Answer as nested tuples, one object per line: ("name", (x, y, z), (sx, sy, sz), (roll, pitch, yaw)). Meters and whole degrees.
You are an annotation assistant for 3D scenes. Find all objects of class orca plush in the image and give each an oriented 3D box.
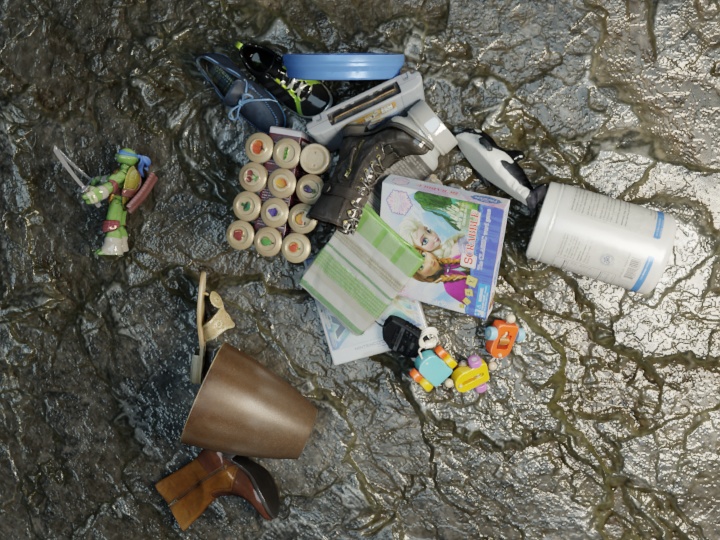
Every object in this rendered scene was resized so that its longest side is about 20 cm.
("orca plush", (0.242, -0.180, 1.151), (0.071, 0.105, 0.200), (-33, 41, -10))

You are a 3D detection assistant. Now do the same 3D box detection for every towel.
("towel", (0.000, 0.000, 1.177), (0.149, 0.031, 0.200), (42, 122, 4))

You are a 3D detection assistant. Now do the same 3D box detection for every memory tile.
("memory tile", (-0.137, -0.120, 1.172), (0.153, 0.017, 0.201), (14, 94, 10))

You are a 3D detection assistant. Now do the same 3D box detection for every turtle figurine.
("turtle figurine", (-0.485, -0.129, 1.298), (0.144, 0.200, 0.195), (10, 100, 46))

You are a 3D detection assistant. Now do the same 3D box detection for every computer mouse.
("computer mouse", (0.035, 0.087, 1.227), (0.200, 0.034, 0.059), (32, 123, 14))

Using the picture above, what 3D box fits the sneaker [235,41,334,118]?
("sneaker", (-0.140, -0.334, 1.241), (0.200, 0.083, 0.072), (35, 99, 9))

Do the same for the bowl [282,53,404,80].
("bowl", (-0.027, -0.336, 1.161), (0.200, 0.201, 0.040), (4, 109, 12))

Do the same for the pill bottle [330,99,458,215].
("pill bottle", (0.057, -0.185, 1.188), (0.200, 0.114, 0.114), (-39, 84, 11))

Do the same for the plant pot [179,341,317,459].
("plant pot", (-0.184, 0.250, 1.239), (0.199, 0.187, 0.187), (23, 97, -4))

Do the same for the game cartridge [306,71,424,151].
("game cartridge", (0.014, -0.261, 1.182), (0.199, 0.133, 0.042), (-24, 80, 6))

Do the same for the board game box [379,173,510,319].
("board game box", (0.125, -0.038, 1.138), (0.199, 0.041, 0.201), (14, 122, 20))

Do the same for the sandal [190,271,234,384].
("sandal", (-0.267, 0.107, 1.302), (0.069, 0.078, 0.213), (7, 100, -8))

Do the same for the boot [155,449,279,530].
("boot", (-0.266, 0.421, 1.305), (0.200, 0.068, 0.188), (-40, 84, 12))

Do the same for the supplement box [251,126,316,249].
("supplement box", (-0.131, -0.140, 1.234), (0.061, 0.109, 0.201), (10, 93, 11))

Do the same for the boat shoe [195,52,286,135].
("boat shoe", (-0.222, -0.309, 1.262), (0.200, 0.069, 0.084), (40, 114, 13))

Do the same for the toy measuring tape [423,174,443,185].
("toy measuring tape", (0.153, -0.063, 1.186), (0.073, 0.074, 0.200), (-33, 93, 12))

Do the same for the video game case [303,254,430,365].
("video game case", (0.010, 0.049, 1.253), (0.182, 0.022, 0.201), (-17, 88, 12))

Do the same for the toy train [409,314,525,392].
("toy train", (0.169, 0.132, 1.183), (0.199, 0.056, 0.151), (1, 115, -22))

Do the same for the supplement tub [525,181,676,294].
("supplement tub", (0.375, -0.052, 1.114), (0.199, 0.132, 0.132), (20, 96, 11))

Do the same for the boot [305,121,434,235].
("boot", (0.012, -0.134, 1.086), (0.200, 0.069, 0.175), (11, 77, 47))
